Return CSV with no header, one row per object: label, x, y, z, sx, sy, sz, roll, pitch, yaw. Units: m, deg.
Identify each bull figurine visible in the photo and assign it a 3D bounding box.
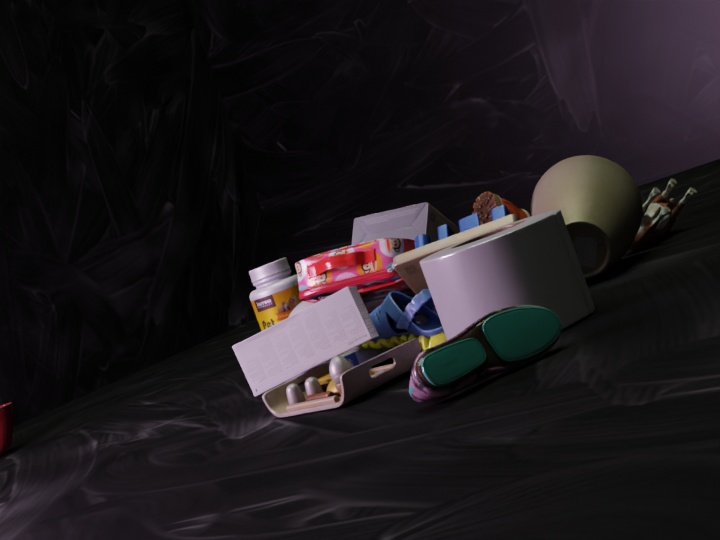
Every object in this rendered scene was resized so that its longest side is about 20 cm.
bull figurine,0.516,-0.096,1.898,0.200,0.065,0.122,-35,-21,-49

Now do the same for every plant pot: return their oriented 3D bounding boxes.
plant pot,0.357,-0.066,1.733,0.186,0.189,0.200,-19,15,20

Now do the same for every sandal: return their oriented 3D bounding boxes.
sandal,0.056,0.070,1.613,0.198,0.088,0.079,-3,17,38

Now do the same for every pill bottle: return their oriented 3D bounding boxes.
pill bottle,-0.143,0.083,2.068,0.108,0.202,0.109,-20,2,1

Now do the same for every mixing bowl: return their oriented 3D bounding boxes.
mixing bowl,-0.904,0.400,2.573,0.198,0.110,0.200,-20,3,1

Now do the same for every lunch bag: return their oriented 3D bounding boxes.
lunch bag,0.000,0.000,1.730,0.198,0.083,0.176,-14,-13,24

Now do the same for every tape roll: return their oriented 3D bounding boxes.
tape roll,0.192,0.017,1.434,0.201,0.141,0.203,-21,2,1

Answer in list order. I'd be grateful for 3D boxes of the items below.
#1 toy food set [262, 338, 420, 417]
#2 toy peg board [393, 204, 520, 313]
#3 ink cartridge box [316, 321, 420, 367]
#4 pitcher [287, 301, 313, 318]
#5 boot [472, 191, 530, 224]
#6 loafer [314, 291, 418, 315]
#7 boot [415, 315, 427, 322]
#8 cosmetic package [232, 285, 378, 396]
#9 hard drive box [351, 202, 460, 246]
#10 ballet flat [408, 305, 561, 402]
toy food set,-0.028,0.140,1.489,0.143,0.061,0.199,-23,3,-38
toy peg board,0.177,-0.023,1.655,0.198,0.099,0.199,-20,-41,21
ink cartridge box,-0.007,0.134,1.705,0.199,0.042,0.119,-19,2,-38
pitcher,-0.061,0.105,1.840,0.170,0.122,0.200,-21,5,27
boot,0.252,-0.028,1.809,0.106,0.202,0.075,17,-31,-37
loafer,0.022,0.076,1.729,0.197,0.064,0.072,-4,-24,-18
boot,0.157,0.048,1.873,0.149,0.074,0.200,-16,-10,-28
cosmetic package,-0.080,0.103,1.578,0.198,0.083,0.051,-27,-7,14
hard drive box,0.102,-0.034,1.921,0.154,0.078,0.199,-10,-26,34
ballet flat,0.134,0.095,1.218,0.198,0.070,0.071,-22,-16,-26
